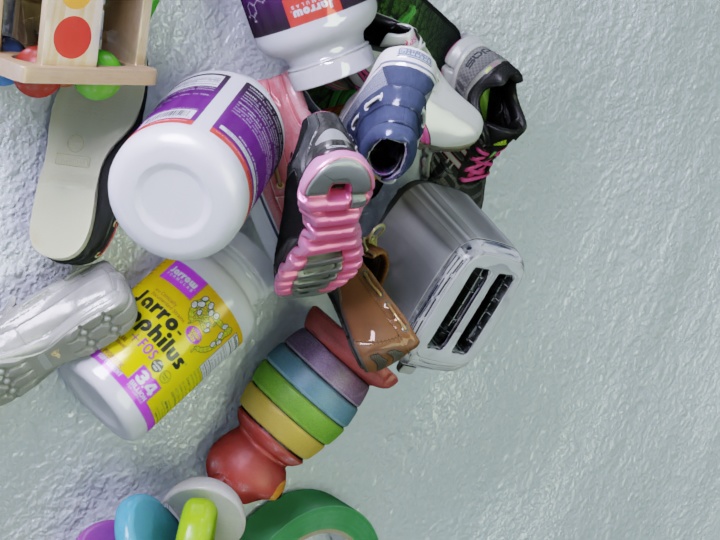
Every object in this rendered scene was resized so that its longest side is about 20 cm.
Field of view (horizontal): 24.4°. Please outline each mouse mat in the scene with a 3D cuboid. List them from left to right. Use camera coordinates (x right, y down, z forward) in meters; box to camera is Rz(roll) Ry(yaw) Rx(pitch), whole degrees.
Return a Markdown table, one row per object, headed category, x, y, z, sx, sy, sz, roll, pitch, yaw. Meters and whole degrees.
| category | x | y | z | sx | sy | sz | roll | pitch | yaw |
| --- | --- | --- | --- | --- | --- | --- | --- | --- | --- |
| mouse mat | 0.012 | -0.186 | 1.637 | 0.161 | 0.008 | 0.201 | 34 | 84 | -44 |

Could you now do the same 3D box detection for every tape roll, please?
| category | x | y | z | sx | sy | sz | roll | pitch | yaw |
| --- | --- | --- | --- | --- | --- | --- | --- | --- | --- |
| tape roll | -0.067 | 0.330 | 1.745 | 0.200 | 0.048 | 0.201 | -17 | 118 | -36 |

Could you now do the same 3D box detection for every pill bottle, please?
| category | x | y | z | sx | sy | sz | roll | pitch | yaw |
| --- | --- | --- | --- | --- | --- | --- | --- | --- | --- |
| pill bottle | -0.168 | 0.052 | 1.502 | 0.200 | 0.104 | 0.104 | -44 | 131 | -21 |
| pill bottle | -0.128 | -0.095 | 1.379 | 0.200 | 0.112 | 0.113 | -66 | 156 | -64 |
| pill bottle | -0.055 | -0.261 | 1.435 | 0.112 | 0.112 | 0.201 | -27 | 103 | -32 |

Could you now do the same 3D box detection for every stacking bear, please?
| category | x | y | z | sx | sy | sz | roll | pitch | yaw |
| --- | --- | --- | --- | --- | --- | --- | --- | --- | --- |
| stacking bear | -0.069 | 0.144 | 1.628 | 0.200 | 0.114 | 0.121 | -49 | 176 | -2 |

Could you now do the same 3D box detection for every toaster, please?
| category | x | y | z | sx | sy | sz | roll | pitch | yaw |
| --- | --- | --- | --- | --- | --- | --- | --- | --- | --- |
| toaster | 0.077 | 0.005 | 1.657 | 0.113 | 0.129 | 0.200 | 14 | 115 | -43 |

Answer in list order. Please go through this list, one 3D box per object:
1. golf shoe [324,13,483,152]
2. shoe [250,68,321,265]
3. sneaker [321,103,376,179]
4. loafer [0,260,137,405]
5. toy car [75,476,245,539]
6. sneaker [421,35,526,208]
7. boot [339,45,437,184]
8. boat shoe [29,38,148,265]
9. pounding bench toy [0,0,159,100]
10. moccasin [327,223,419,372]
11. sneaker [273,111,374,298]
| category | x | y | z | sx | sy | sz | roll | pitch | yaw |
| --- | --- | --- | --- | --- | --- | --- | --- | --- | --- |
| golf shoe | 0.035 | -0.181 | 1.538 | 0.200 | 0.092 | 0.073 | 32 | 52 | -13 |
| shoe | -0.059 | -0.082 | 1.521 | 0.091 | 0.072 | 0.201 | -21 | 106 | 8 |
| sneaker | 0.016 | -0.129 | 1.618 | 0.199 | 0.073 | 0.077 | -17 | 122 | -25 |
| loafer | -0.287 | 0.058 | 1.422 | 0.199 | 0.070 | 0.070 | -27 | 143 | -11 |
| toy car | -0.197 | 0.286 | 1.544 | 0.149 | 0.175 | 0.201 | 17 | 125 | -5 |
| sneaker | 0.121 | -0.133 | 1.697 | 0.074 | 0.087 | 0.201 | -12 | 119 | -39 |
| boot | 0.014 | -0.111 | 1.463 | 0.200 | 0.072 | 0.091 | 113 | -9 | -65 |
| boat shoe | -0.226 | -0.102 | 1.419 | 0.063 | 0.073 | 0.202 | 31 | 74 | -76 |
| pounding bench toy | -0.210 | -0.219 | 1.335 | 0.199 | 0.124 | 0.157 | -4 | 108 | -41 |
| moccasin | 0.000 | -0.001 | 1.577 | 0.077 | 0.202 | 0.074 | -25 | 142 | 0 |
| sneaker | -0.040 | -0.057 | 1.453 | 0.079 | 0.096 | 0.200 | -6 | 142 | -22 |
